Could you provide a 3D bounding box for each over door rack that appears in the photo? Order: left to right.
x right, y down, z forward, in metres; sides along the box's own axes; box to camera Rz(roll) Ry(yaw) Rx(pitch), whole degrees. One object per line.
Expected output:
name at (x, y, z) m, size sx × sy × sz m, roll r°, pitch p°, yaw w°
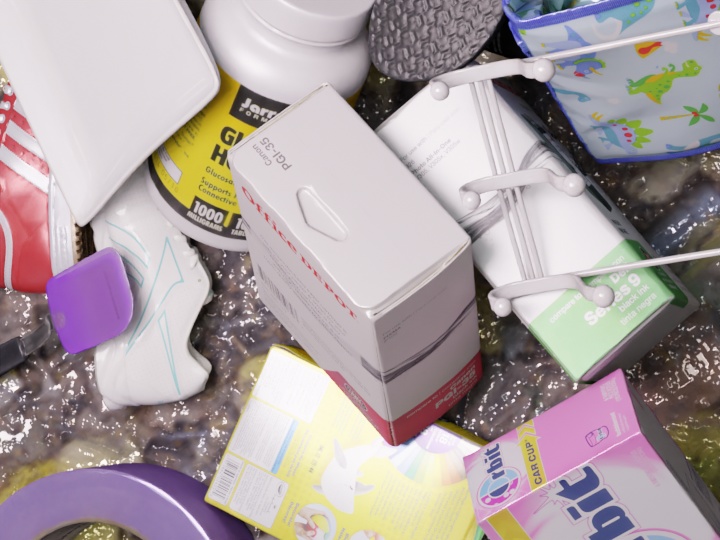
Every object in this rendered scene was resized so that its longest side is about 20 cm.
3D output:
over door rack at (0.150, -0.062, 1.479) m, size 0.199 × 0.067 × 0.149 m, roll -13°, pitch 105°, yaw 13°

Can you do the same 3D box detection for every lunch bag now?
lunch bag at (0.197, -0.159, 1.555) m, size 0.199 × 0.170 × 0.128 m, roll -31°, pitch 51°, yaw 7°

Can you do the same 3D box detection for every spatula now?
spatula at (-0.219, 0.047, 1.735) m, size 0.200 × 0.020 × 0.057 m, roll -31°, pitch 73°, yaw 42°

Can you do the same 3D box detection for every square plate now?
square plate at (-0.167, -0.157, 1.641) m, size 0.200 × 0.028 × 0.199 m, roll -39°, pitch 73°, yaw 49°

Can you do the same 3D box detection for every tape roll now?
tape roll at (-0.163, 0.229, 1.720) m, size 0.198 × 0.085 × 0.202 m, roll 0°, pitch 89°, yaw 15°

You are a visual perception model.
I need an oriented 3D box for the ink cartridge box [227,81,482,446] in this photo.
ink cartridge box at (0.000, 0.000, 1.603) m, size 0.083 × 0.200 × 0.147 m, roll -36°, pitch 67°, yaw -13°

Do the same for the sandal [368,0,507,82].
sandal at (0.080, -0.194, 1.553) m, size 0.075 × 0.048 × 0.201 m, roll 40°, pitch 105°, yaw 18°

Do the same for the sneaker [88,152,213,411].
sneaker at (-0.137, -0.009, 1.733) m, size 0.080 × 0.070 × 0.202 m, roll -3°, pitch 95°, yaw 8°

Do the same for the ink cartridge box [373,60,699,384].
ink cartridge box at (0.110, -0.030, 1.618) m, size 0.084 × 0.146 × 0.200 m, roll -42°, pitch 79°, yaw 9°

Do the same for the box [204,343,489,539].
box at (0.012, 0.140, 1.694) m, size 0.199 × 0.048 × 0.118 m, roll 26°, pitch 95°, yaw 17°

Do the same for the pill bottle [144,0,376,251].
pill bottle at (-0.059, -0.116, 1.639) m, size 0.112 × 0.112 × 0.201 m, roll 38°, pitch 135°, yaw 13°

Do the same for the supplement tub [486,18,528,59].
supplement tub at (0.062, -0.210, 1.648) m, size 0.199 × 0.122 × 0.123 m, roll 21°, pitch 94°, yaw 14°

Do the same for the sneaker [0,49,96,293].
sneaker at (-0.238, -0.083, 1.755) m, size 0.112 × 0.071 × 0.202 m, roll -2°, pitch 90°, yaw 12°

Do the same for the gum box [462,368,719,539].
gum box at (0.164, 0.169, 1.590) m, size 0.113 × 0.066 × 0.200 m, roll -31°, pitch 122°, yaw 13°
